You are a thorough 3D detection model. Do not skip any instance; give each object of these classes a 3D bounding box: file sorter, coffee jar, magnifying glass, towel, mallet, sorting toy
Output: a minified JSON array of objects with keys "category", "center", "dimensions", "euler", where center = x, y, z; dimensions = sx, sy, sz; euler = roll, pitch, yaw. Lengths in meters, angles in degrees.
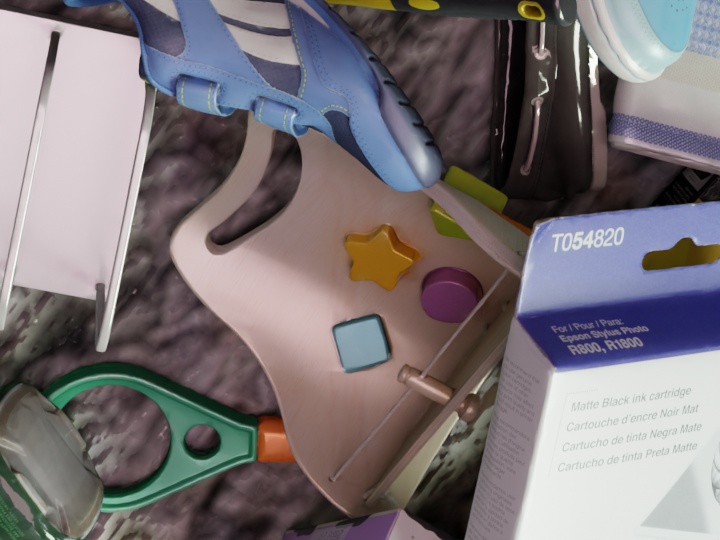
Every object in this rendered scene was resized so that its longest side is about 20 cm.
[{"category":"file sorter","center":[-0.203,-0.052,0.921],"dimensions":[0.200,0.125,0.139],"euler":[11,105,-9]},{"category":"coffee jar","center":[-0.233,0.143,0.982],"dimensions":[0.200,0.104,0.085],"euler":[-32,101,11]},{"category":"magnifying glass","center":[-0.076,0.090,1.034],"dimensions":[0.200,0.022,0.080],"euler":[1,107,-7]},{"category":"towel","center":[0.207,-0.139,0.967],"dimensions":[0.147,0.024,0.200],"euler":[12,87,-9]},{"category":"mallet","center":[0.008,-0.136,0.898],"dimensions":[0.041,0.200,0.066],"euler":[-47,124,-36]},{"category":"sorting toy","center":[0.000,0.000,0.967],"dimensions":[0.180,0.107,0.200],"euler":[34,131,-3]}]

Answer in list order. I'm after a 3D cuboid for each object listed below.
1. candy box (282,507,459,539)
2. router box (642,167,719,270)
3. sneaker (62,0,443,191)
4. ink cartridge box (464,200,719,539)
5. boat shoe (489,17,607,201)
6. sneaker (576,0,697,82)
[{"category":"candy box","center":[0.058,0.201,1.003],"dimensions":[0.200,0.168,0.072],"euler":[30,71,-14]},{"category":"router box","center":[0.211,0.051,1.037],"dimensions":[0.200,0.051,0.149],"euler":[38,102,-15]},{"category":"sneaker","center":[-0.048,-0.096,0.876],"dimensions":[0.200,0.074,0.082],"euler":[42,93,7]},{"category":"ink cartridge box","center":[0.144,0.067,0.906],"dimensions":[0.199,0.041,0.200],"euler":[-7,117,-34]},{"category":"boat shoe","center":[0.084,-0.126,0.961],"dimensions":[0.057,0.067,0.200],"euler":[-11,112,-8]},{"category":"sneaker","center":[0.163,-0.189,0.883],"dimensions":[0.080,0.130,0.200],"euler":[12,78,-47]}]
